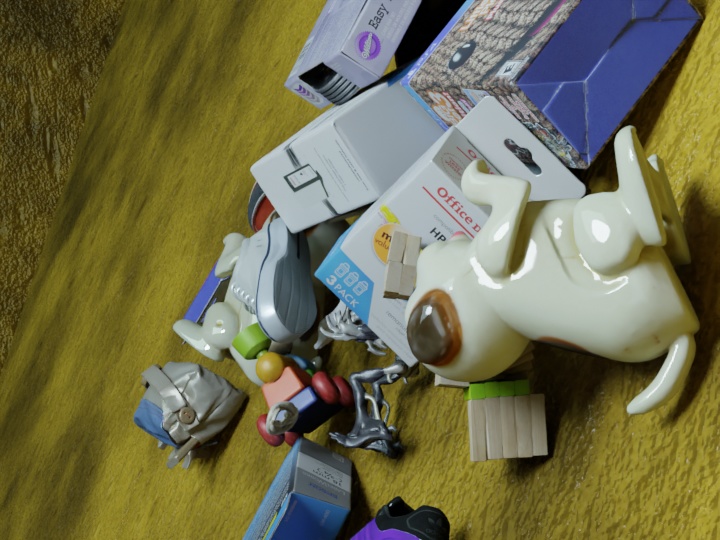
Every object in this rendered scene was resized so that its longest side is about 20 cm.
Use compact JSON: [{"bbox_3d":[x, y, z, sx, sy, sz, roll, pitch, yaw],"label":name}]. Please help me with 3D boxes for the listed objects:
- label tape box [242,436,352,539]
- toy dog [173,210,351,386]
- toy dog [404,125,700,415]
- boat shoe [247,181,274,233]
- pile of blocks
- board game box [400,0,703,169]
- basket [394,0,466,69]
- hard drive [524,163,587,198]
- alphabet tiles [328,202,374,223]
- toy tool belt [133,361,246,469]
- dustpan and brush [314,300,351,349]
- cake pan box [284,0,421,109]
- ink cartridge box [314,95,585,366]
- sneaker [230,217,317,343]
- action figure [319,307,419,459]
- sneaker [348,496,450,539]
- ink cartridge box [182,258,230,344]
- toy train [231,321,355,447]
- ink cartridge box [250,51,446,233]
[{"bbox_3d":[-0.066,0.251,1.221,0.145,0.063,0.200,-62,5,10],"label":"label tape box"},{"bbox_3d":[-0.086,0.016,1.464,0.202,0.139,0.194,-64,30,3],"label":"toy dog"},{"bbox_3d":[0.126,0.013,0.947,0.198,0.139,0.196,-17,86,21],"label":"toy dog"},{"bbox_3d":[-0.077,-0.107,1.681,0.200,0.071,0.063,-47,31,31],"label":"boat shoe"},{"bbox_3d":[0.082,0.057,1.047,0.081,0.201,0.062,-27,-5,-5],"label":"pile of blocks"},{"bbox_3d":[0.151,-0.180,1.121,0.160,0.097,0.200,-51,23,-10],"label":"board game box"},{"bbox_3d":[0.091,-0.278,1.387,0.182,0.135,0.200,-62,18,19],"label":"basket"},{"bbox_3d":[0.137,-0.038,1.160,0.140,0.033,0.201,-53,26,29],"label":"hard drive"},{"bbox_3d":[0.002,-0.114,1.433,0.165,0.006,0.201,-17,32,1],"label":"alphabet tiles"},{"bbox_3d":[-0.229,0.180,1.662,0.124,0.124,0.200,-62,20,-15],"label":"toy tool belt"},{"bbox_3d":[0.000,0.000,1.277,0.200,0.057,0.139,-45,-3,34],"label":"dustpan and brush"},{"bbox_3d":[0.010,-0.252,1.271,0.201,0.052,0.184,-63,14,-12],"label":"cake pan box"},{"bbox_3d":[0.070,-0.029,1.079,0.200,0.115,0.068,-44,7,36],"label":"ink cartridge box"},{"bbox_3d":[-0.087,0.019,1.313,0.070,0.073,0.200,-30,22,14],"label":"sneaker"},{"bbox_3d":[0.019,0.061,1.223,0.119,0.101,0.202,26,-100,-70],"label":"action figure"},{"bbox_3d":[0.017,0.240,1.120,0.200,0.069,0.100,-34,27,55],"label":"sneaker"},{"bbox_3d":[-0.157,0.022,1.641,0.095,0.037,0.200,-57,-8,21],"label":"ink cartridge box"},{"bbox_3d":[-0.082,0.099,1.295,0.084,0.116,0.200,-37,-14,6],"label":"toy train"},{"bbox_3d":[0.003,-0.120,1.282,0.146,0.085,0.200,-38,9,-25],"label":"ink cartridge box"}]
